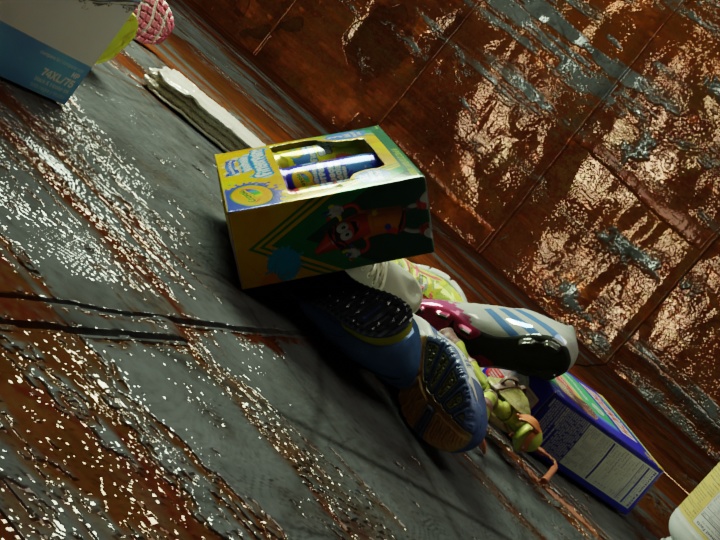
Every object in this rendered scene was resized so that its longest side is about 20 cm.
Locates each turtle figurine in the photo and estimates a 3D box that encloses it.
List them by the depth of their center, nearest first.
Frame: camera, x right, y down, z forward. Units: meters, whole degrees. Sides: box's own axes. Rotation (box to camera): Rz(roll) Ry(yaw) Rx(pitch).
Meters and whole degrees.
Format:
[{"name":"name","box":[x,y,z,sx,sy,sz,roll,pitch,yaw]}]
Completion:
[{"name":"turtle figurine","box":[0.128,0.125,1.030,0.161,0.064,0.200,47,11,36]}]

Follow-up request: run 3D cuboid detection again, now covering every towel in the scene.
[{"name":"towel","box":[-0.200,-0.206,1.407,0.200,0.035,0.133,39,9,-7]}]

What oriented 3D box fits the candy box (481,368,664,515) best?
[{"name":"candy box","box":[0.234,0.170,1.211,0.200,0.077,0.169,36,11,-27]}]

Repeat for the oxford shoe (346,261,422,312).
[{"name":"oxford shoe","box":[0.000,0.000,1.058,0.200,0.058,0.076,27,52,-39]}]

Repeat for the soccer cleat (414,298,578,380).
[{"name":"soccer cleat","box":[0.141,0.070,1.146,0.199,0.070,0.086,14,25,17]}]

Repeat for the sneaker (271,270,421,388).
[{"name":"sneaker","box":[-0.021,0.038,0.911,0.200,0.066,0.079,35,-32,43]}]

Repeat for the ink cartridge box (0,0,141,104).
[{"name":"ink cartridge box","box":[-0.280,-0.280,0.892,0.147,0.200,0.146,44,10,23]}]

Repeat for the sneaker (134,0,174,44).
[{"name":"sneaker","box":[-0.379,-0.432,1.634,0.200,0.081,0.075,34,8,-31]}]

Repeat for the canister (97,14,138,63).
[{"name":"canister","box":[-0.347,-0.343,1.158,0.200,0.086,0.148,58,15,23]}]

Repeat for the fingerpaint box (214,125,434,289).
[{"name":"fingerpaint box","box":[-0.040,-0.065,0.935,0.200,0.166,0.074,-116,-164,-68]}]

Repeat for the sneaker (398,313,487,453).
[{"name":"sneaker","box":[0.075,0.095,0.909,0.088,0.075,0.200,28,14,-29]}]

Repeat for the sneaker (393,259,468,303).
[{"name":"sneaker","box":[0.038,0.019,1.196,0.200,0.078,0.090,35,16,4]}]

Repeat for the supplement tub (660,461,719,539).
[{"name":"supplement tub","box":[0.420,0.269,1.095,0.145,0.200,0.145,38,9,-7]}]
